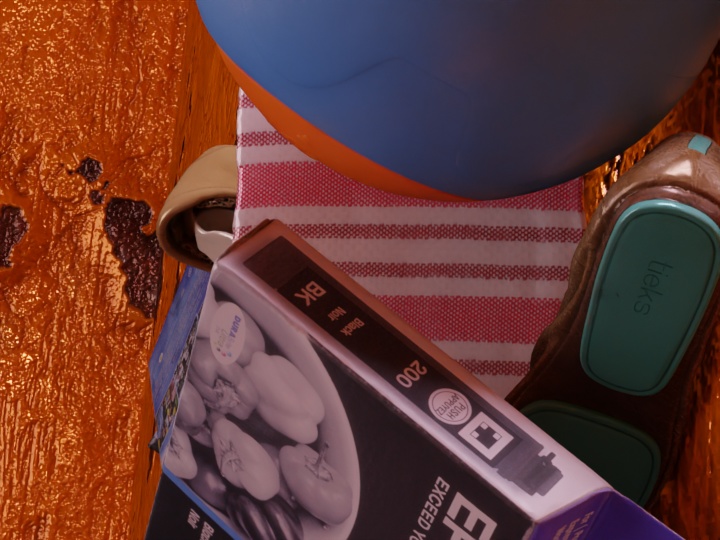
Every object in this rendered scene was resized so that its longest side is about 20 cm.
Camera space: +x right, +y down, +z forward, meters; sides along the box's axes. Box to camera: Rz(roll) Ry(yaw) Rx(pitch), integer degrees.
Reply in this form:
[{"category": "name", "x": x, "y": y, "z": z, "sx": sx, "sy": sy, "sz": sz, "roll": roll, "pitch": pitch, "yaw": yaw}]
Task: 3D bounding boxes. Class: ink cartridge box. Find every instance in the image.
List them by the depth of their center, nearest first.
[{"category": "ink cartridge box", "x": 0.014, "y": 0.107, "z": 0.790, "sx": 0.043, "sy": 0.200, "sz": 0.199, "roll": -41, "pitch": -20, "yaw": -37}]

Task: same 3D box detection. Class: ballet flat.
[{"category": "ballet flat", "x": 0.089, "y": 0.032, "z": 0.773, "sx": 0.072, "sy": 0.067, "sz": 0.201, "roll": -62, "pitch": -10, "yaw": -52}, {"category": "ballet flat", "x": 0.000, "y": 0.000, "z": 0.928, "sx": 0.063, "sy": 0.199, "sz": 0.069, "roll": -44, "pitch": -40, "yaw": -45}]

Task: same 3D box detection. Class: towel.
[{"category": "towel", "x": 0.020, "y": -0.008, "z": 0.877, "sx": 0.030, "sy": 0.145, "sz": 0.201, "roll": 20, "pitch": -108, "yaw": -82}]

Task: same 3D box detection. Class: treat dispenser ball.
[{"category": "treat dispenser ball", "x": 0.037, "y": -0.125, "z": 0.766, "sx": 0.201, "sy": 0.199, "sz": 0.202, "roll": -172, "pitch": 90, "yaw": -80}]

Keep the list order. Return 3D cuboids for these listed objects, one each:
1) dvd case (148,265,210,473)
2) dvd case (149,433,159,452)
[{"category": "dvd case", "x": -0.067, "y": 0.050, "z": 1.047, "sx": 0.200, "sy": 0.017, "sz": 0.143, "roll": -105, "pitch": 34, "yaw": -55}, {"category": "dvd case", "x": -0.039, "y": 0.013, "z": 1.216, "sx": 0.200, "sy": 0.018, "sz": 0.143, "roll": -53, "pitch": -3, "yaw": 11}]
